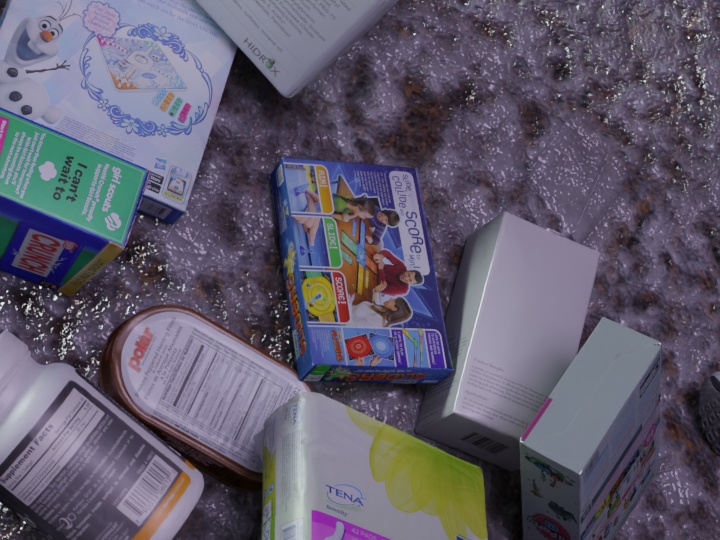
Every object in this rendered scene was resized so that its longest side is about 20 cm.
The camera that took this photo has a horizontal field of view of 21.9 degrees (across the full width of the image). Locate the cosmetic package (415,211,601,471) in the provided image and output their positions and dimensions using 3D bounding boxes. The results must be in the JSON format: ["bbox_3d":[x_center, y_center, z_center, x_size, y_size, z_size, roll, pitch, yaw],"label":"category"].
[{"bbox_3d":[0.133,0.063,1.656,0.107,0.085,0.201,24,65,-15],"label":"cosmetic package"}]

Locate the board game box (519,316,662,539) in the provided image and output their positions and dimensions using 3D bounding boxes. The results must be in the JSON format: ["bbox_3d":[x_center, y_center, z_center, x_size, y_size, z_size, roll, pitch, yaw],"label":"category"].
[{"bbox_3d":[0.198,0.161,1.592,0.064,0.200,0.148,24,58,25],"label":"board game box"}]

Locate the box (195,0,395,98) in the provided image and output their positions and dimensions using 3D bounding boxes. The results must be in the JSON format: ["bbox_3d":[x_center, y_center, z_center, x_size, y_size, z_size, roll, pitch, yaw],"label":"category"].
[{"bbox_3d":[-0.039,-0.304,1.621,0.200,0.171,0.199,47,46,-5],"label":"box"}]

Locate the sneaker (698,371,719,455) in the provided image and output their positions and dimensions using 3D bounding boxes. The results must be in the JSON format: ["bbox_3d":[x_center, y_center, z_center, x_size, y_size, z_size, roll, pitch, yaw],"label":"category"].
[{"bbox_3d":[0.400,0.156,1.768,0.200,0.074,0.087,38,50,-17],"label":"sneaker"}]

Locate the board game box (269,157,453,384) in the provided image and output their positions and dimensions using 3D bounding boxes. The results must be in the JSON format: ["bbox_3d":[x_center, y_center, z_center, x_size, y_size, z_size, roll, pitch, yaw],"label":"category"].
[{"bbox_3d":[0.000,0.000,1.624,0.135,0.034,0.201,3,63,-24],"label":"board game box"}]

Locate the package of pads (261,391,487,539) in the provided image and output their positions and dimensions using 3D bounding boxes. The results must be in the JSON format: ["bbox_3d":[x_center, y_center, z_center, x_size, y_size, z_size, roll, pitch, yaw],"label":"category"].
[{"bbox_3d":[0.014,0.195,1.467,0.200,0.068,0.155,27,43,-31],"label":"package of pads"}]

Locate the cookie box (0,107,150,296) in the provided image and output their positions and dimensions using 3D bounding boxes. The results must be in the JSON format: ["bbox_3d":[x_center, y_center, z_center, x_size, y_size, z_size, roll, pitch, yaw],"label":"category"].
[{"bbox_3d":[-0.287,-0.063,1.455,0.199,0.171,0.075,22,69,-17],"label":"cookie box"}]

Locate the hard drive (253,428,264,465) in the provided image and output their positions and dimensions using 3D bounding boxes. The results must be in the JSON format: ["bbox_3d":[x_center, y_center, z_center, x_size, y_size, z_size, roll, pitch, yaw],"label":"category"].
[{"bbox_3d":[-0.002,0.218,1.511,0.132,0.026,0.201,2,58,-46],"label":"hard drive"}]

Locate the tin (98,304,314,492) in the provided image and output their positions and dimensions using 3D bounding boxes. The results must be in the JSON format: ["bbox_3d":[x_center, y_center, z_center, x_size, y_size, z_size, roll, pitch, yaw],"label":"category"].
[{"bbox_3d":[-0.122,0.105,1.554,0.200,0.042,0.112,31,59,-13],"label":"tin"}]

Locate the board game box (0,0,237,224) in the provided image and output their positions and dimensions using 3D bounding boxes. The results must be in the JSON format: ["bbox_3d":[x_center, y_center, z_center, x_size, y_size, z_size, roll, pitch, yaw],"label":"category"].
[{"bbox_3d":[-0.218,-0.167,1.591,0.199,0.043,0.200,23,65,-16],"label":"board game box"}]

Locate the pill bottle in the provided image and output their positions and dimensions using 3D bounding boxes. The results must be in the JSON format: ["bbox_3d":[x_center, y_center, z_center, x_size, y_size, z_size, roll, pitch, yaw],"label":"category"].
[{"bbox_3d":[-0.229,0.145,1.447,0.200,0.116,0.117,40,62,-7],"label":"pill bottle"}]
